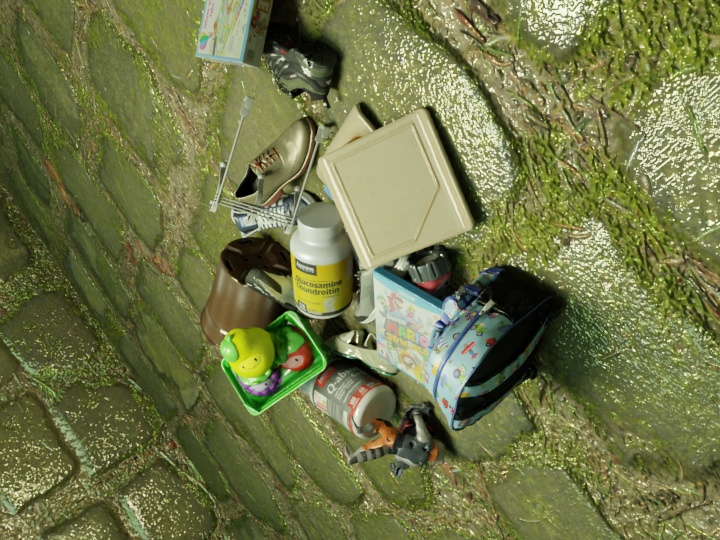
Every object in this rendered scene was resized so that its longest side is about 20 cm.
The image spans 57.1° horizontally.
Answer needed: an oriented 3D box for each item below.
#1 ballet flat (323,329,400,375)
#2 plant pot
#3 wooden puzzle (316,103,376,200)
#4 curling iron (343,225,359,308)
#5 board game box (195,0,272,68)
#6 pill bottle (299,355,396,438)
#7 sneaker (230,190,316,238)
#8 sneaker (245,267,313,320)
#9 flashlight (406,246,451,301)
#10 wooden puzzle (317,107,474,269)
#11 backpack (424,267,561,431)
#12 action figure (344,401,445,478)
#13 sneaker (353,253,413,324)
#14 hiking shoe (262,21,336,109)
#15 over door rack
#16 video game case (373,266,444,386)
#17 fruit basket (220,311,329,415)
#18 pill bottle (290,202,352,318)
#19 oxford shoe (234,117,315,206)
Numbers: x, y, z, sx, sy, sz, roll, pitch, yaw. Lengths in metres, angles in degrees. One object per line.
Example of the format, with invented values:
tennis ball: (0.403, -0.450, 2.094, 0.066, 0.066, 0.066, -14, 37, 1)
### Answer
ballet flat: (0.009, 0.147, 1.292, 0.200, 0.067, 0.062, 16, 101, 42)
plant pot: (-0.234, 0.050, 1.413, 0.200, 0.200, 0.198, 42, 137, 24)
wooden puzzle: (0.007, -0.135, 1.061, 0.200, 0.046, 0.185, 54, 147, 7)
curling iron: (0.000, 0.000, 1.163, 0.026, 0.050, 0.200, -109, 3, -50)
board game box: (-0.186, -0.419, 1.010, 0.134, 0.034, 0.200, 23, 104, 42)
pill bottle: (-0.034, 0.251, 1.365, 0.200, 0.116, 0.116, 25, 135, 40)
sneaker: (-0.169, -0.105, 1.261, 0.200, 0.108, 0.070, 14, 128, 47)
sneaker: (-0.146, 0.029, 1.294, 0.074, 0.080, 0.200, 22, 173, 36)
flashlight: (0.133, 0.062, 1.044, 0.068, 0.068, 0.200, 4, 124, 50)
wooden puzzle: (0.051, -0.116, 0.974, 0.200, 0.037, 0.185, -21, 96, 31)
backpack: (0.160, 0.113, 0.915, 0.134, 0.200, 0.183, 35, 141, 27)
action figure: (0.068, 0.349, 1.261, 0.105, 0.193, 0.200, -94, 11, -59)
sneaker: (0.024, 0.016, 1.116, 0.079, 0.074, 0.200, 23, 136, -3)
hiking shoe: (-0.124, -0.325, 1.051, 0.200, 0.076, 0.101, 35, 137, 30)
over door rack: (-0.153, -0.174, 1.104, 0.200, 0.148, 0.067, -67, 22, 17)
video game case: (0.081, 0.100, 1.066, 0.143, 0.018, 0.200, 31, 142, 33)
fruit basket: (-0.182, 0.175, 1.290, 0.156, 0.215, 0.216, 56, 147, 8)
pill bottle: (-0.069, -0.018, 1.196, 0.112, 0.112, 0.200, 33, 140, 34)
oxford shoe: (-0.149, -0.185, 1.157, 0.070, 0.075, 0.200, 54, 124, 24)
